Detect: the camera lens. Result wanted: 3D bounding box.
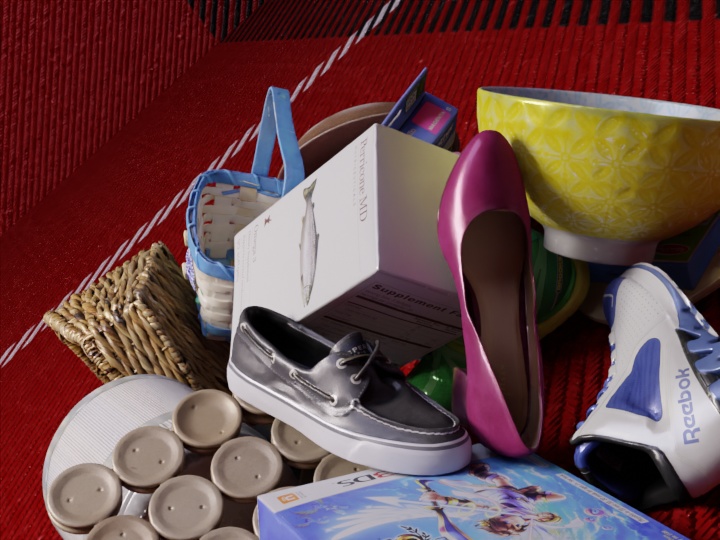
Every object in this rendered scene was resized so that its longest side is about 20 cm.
[{"bbox_3d":[-0.148,0.178,0.905,0.160,0.160,0.199,-46,30,-16],"label":"camera lens"}]

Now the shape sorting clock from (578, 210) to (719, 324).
[{"bbox_3d":[0.238,-0.039,0.883,0.199,0.039,0.201,-35,25,19],"label":"shape sorting clock"}]

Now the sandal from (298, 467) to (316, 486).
[{"bbox_3d":[-0.036,0.221,0.804,0.070,0.077,0.214,105,-178,-62],"label":"sandal"}]

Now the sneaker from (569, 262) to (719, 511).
[{"bbox_3d":[0.173,0.077,0.715,0.115,0.081,0.200,-35,24,5],"label":"sneaker"}]

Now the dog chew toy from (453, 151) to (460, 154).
[{"bbox_3d":[0.019,-0.062,1.177,0.199,0.125,0.125,-28,23,7],"label":"dog chew toy"}]

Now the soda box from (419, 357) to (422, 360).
[{"bbox_3d":[0.084,-0.018,1.020,0.201,0.067,0.064,-55,-13,-35],"label":"soda box"}]

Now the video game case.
[{"bbox_3d":[0.061,0.158,0.645,0.179,0.046,0.200,-10,14,-25],"label":"video game case"}]

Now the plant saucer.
[{"bbox_3d":[0.005,-0.120,1.221,0.199,0.200,0.037,-29,63,24],"label":"plant saucer"}]

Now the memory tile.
[{"bbox_3d":[-0.095,0.147,0.772,0.199,0.017,0.153,-29,54,-28],"label":"memory tile"}]

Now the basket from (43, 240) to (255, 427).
[{"bbox_3d":[-0.192,0.106,1.074,0.148,0.201,0.143,-30,25,14],"label":"basket"}]

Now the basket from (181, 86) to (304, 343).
[{"bbox_3d":[-0.086,-0.041,1.039,0.177,0.138,0.201,-102,27,-56],"label":"basket"}]

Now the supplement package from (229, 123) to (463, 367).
[{"bbox_3d":[0.000,0.000,0.864,0.200,0.116,0.118,-33,48,46],"label":"supplement package"}]

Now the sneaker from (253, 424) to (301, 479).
[{"bbox_3d":[-0.023,0.122,0.916,0.073,0.083,0.199,-27,15,-39],"label":"sneaker"}]

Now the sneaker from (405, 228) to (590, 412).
[{"bbox_3d":[0.084,0.044,0.896,0.200,0.083,0.074,-47,23,13],"label":"sneaker"}]

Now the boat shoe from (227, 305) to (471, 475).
[{"bbox_3d":[-0.011,0.070,0.758,0.070,0.067,0.199,-14,26,-43],"label":"boat shoe"}]

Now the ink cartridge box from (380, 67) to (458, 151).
[{"bbox_3d":[0.034,-0.065,0.990,0.120,0.042,0.201,-53,-19,-24],"label":"ink cartridge box"}]

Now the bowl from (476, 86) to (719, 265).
[{"bbox_3d":[0.174,-0.065,0.816,0.198,0.109,0.200,6,12,-1],"label":"bowl"}]

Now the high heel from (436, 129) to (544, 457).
[{"bbox_3d":[0.094,0.013,0.730,0.067,0.203,0.096,-4,6,-19],"label":"high heel"}]
